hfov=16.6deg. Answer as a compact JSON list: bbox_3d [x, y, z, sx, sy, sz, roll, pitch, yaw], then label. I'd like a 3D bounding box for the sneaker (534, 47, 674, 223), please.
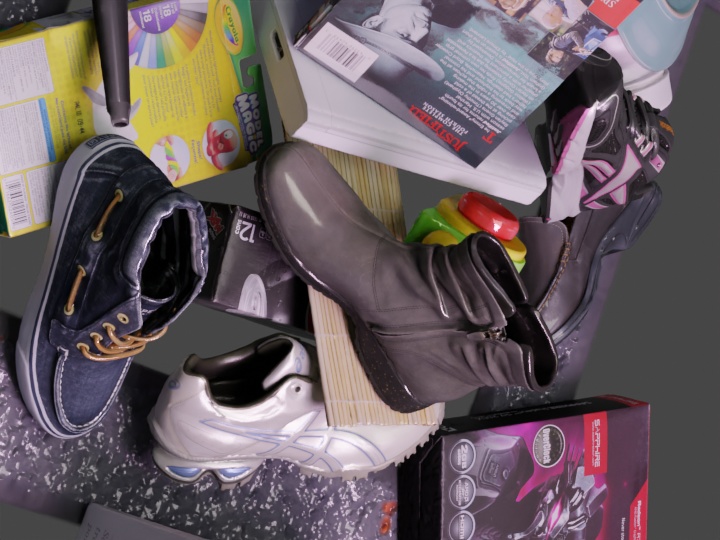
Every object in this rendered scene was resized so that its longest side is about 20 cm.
[{"bbox_3d":[0.161,-0.094,1.594,0.086,0.200,0.081,-6,75,-1],"label":"sneaker"}]

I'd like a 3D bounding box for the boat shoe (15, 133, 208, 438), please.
[{"bbox_3d":[-0.146,0.027,1.444,0.071,0.091,0.201,-10,124,-37],"label":"boat shoe"}]

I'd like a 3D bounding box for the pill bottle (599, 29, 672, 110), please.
[{"bbox_3d":[0.152,-0.202,1.661,0.109,0.109,0.201,-25,111,-32],"label":"pill bottle"}]

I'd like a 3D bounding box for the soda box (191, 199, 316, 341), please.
[{"bbox_3d":[-0.029,0.011,1.576,0.200,0.071,0.064,18,84,-38],"label":"soda box"}]

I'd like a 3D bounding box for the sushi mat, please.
[{"bbox_3d":[0.000,0.000,1.541,0.095,0.012,0.201,0,77,-43],"label":"sushi mat"}]

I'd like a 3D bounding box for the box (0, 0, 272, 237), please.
[{"bbox_3d":[-0.146,-0.102,1.486,0.200,0.048,0.118,-17,107,-32],"label":"box"}]

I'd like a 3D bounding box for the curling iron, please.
[{"bbox_3d":[-0.155,-0.180,1.440,0.050,0.025,0.201,10,71,-59],"label":"curling iron"}]

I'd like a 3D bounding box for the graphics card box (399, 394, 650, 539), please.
[{"bbox_3d":[0.117,0.160,1.726,0.200,0.051,0.126,-4,100,-36],"label":"graphics card box"}]

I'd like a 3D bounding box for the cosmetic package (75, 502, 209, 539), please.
[{"bbox_3d":[-0.080,0.260,1.515,0.200,0.165,0.165,27,79,-37],"label":"cosmetic package"}]

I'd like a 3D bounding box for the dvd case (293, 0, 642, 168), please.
[{"bbox_3d":[0.075,-0.164,1.477,0.146,0.200,0.022,32,34,-18],"label":"dvd case"}]

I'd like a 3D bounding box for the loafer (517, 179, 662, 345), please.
[{"bbox_3d":[0.129,-0.011,1.704,0.072,0.073,0.200,49,58,-23],"label":"loafer"}]

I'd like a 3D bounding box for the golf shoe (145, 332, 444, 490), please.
[{"bbox_3d":[-0.032,0.080,1.536,0.199,0.078,0.097,-9,141,-23],"label":"golf shoe"}]

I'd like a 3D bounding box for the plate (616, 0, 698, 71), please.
[{"bbox_3d":[0.192,-0.230,1.596,0.200,0.025,0.201,-5,90,-65],"label":"plate"}]

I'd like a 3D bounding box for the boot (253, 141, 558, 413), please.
[{"bbox_3d":[0.034,-0.007,1.473,0.200,0.130,0.068,56,48,-15],"label":"boot"}]

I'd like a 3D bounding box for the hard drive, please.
[{"bbox_3d":[0.023,-0.118,1.577,0.200,0.026,0.132,13,46,-38],"label":"hard drive"}]

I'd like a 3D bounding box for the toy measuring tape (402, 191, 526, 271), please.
[{"bbox_3d":[0.080,-0.016,1.597,0.200,0.073,0.074,-20,113,-73],"label":"toy measuring tape"}]
